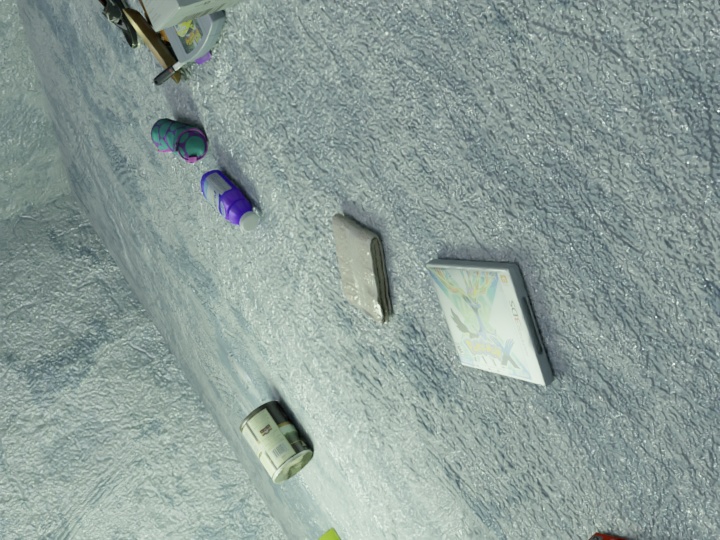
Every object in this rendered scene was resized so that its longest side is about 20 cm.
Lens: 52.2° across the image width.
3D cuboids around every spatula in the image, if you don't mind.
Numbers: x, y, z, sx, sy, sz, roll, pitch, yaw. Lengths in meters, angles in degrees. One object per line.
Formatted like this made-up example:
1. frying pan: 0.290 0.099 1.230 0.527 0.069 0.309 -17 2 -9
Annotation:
1. spatula: -0.399 -0.454 1.618 0.198 0.021 0.057 -20 113 37

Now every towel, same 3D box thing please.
1. towel: 0.000 0.000 1.369 0.132 0.034 0.202 32 141 46

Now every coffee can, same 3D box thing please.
1. coffee can: -0.259 0.525 2.250 0.200 0.145 0.147 50 152 24

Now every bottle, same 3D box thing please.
1. bottle: -0.314 -0.165 1.769 0.200 0.065 0.084 43 148 35

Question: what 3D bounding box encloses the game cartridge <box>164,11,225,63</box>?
1. game cartridge: -0.344 -0.507 1.486 0.199 0.041 0.134 -20 101 55

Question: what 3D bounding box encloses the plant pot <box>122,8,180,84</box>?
1. plant pot: -0.478 -0.525 1.706 0.201 0.027 0.200 53 175 7

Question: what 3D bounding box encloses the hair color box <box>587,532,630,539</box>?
1. hair color box: 0.395 0.434 1.010 0.102 0.061 0.200 62 156 -1

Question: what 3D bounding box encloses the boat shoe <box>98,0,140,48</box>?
1. boat shoe: -0.628 -0.657 1.884 0.202 0.067 0.072 62 153 -3

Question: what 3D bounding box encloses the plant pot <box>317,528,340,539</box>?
1. plant pot: -0.125 1.006 2.433 0.201 0.180 0.200 52 153 17

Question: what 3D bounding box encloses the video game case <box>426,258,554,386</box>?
1. video game case: 0.188 0.072 1.094 0.199 0.022 0.184 6 120 61

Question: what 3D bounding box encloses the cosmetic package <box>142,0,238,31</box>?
1. cosmetic package: -0.300 -0.545 1.248 0.164 0.164 0.202 5 120 61

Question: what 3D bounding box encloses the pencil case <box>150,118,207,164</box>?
1. pencil case: -0.464 -0.331 1.869 0.199 0.084 0.094 28 111 52

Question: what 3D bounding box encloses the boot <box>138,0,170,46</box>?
1. boot: -0.428 -0.581 1.587 0.145 0.070 0.201 57 158 -3
